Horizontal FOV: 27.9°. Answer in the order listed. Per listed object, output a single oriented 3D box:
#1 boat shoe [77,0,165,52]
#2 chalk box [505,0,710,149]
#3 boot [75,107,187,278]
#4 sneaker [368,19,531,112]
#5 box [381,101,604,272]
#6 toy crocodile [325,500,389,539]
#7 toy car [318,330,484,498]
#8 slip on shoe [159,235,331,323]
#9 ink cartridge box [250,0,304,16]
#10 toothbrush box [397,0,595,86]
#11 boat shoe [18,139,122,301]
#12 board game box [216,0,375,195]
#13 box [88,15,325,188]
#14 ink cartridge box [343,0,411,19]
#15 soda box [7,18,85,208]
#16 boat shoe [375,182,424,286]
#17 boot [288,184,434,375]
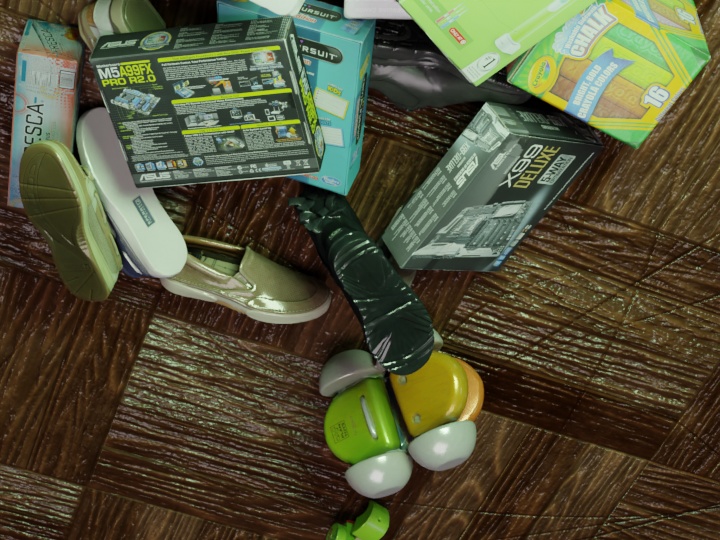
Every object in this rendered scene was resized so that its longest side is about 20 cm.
[{"bbox_3d":[-0.216,-0.200,1.485,0.068,0.075,0.200,-4,133,29],"label":"boat shoe"},{"bbox_3d":[0.215,-0.234,1.398,0.199,0.124,0.125,24,126,-16],"label":"chalk box"},{"bbox_3d":[-0.268,-0.078,1.580,0.090,0.073,0.201,-5,112,52],"label":"boot"},{"bbox_3d":[0.077,-0.201,1.474,0.199,0.076,0.091,16,135,1],"label":"sneaker"},{"bbox_3d":[0.138,-0.083,1.519,0.157,0.050,0.200,2,136,-45],"label":"box"},{"bbox_3d":[-0.027,0.382,1.957,0.067,0.062,0.200,23,131,-16],"label":"toy crocodile"},{"bbox_3d":[0.056,0.168,1.731,0.199,0.176,0.150,-27,160,22],"label":"toy car"},{"bbox_3d":[-0.129,0.005,1.643,0.199,0.076,0.061,15,131,0],"label":"slip on shoe"},{"bbox_3d":[-0.098,-0.332,1.282,0.144,0.201,0.084,22,127,-16],"label":"ink cartridge box"},{"bbox_3d":[0.134,-0.279,1.265,0.200,0.086,0.146,-34,142,17],"label":"toothbrush box"},{"bbox_3d":[-0.300,-0.060,1.528,0.073,0.063,0.201,0,129,23],"label":"boat shoe"},{"bbox_3d":[-0.069,-0.183,1.462,0.150,0.047,0.201,17,137,9],"label":"board game box"},{"bbox_3d":[-0.147,-0.163,1.423,0.199,0.044,0.161,-4,130,13],"label":"box"},{"bbox_3d":[0.064,-0.337,1.345,0.161,0.050,0.201,1,118,1],"label":"ink cartridge box"},{"bbox_3d":[-0.330,-0.159,1.517,0.063,0.069,0.201,9,129,-8],"label":"soda box"},{"bbox_3d":[0.055,-0.049,1.601,0.067,0.057,0.200,4,131,-38],"label":"boat shoe"},{"bbox_3d":[0.000,0.001,1.554,0.073,0.163,0.199,-32,121,-2],"label":"boot"}]
